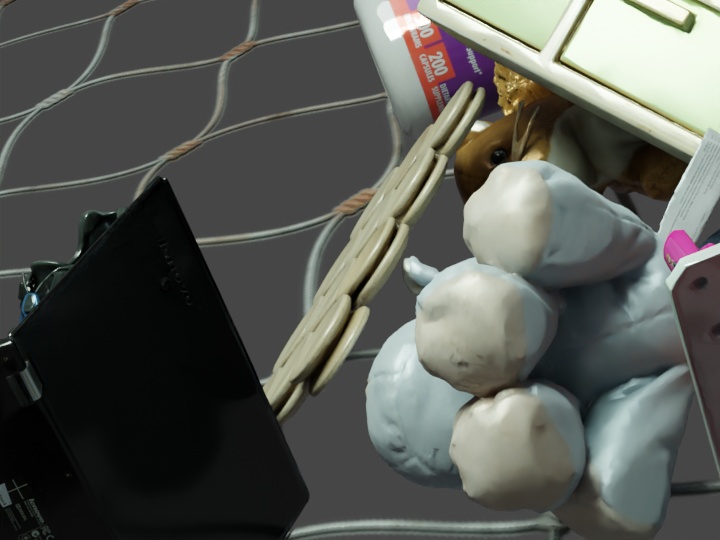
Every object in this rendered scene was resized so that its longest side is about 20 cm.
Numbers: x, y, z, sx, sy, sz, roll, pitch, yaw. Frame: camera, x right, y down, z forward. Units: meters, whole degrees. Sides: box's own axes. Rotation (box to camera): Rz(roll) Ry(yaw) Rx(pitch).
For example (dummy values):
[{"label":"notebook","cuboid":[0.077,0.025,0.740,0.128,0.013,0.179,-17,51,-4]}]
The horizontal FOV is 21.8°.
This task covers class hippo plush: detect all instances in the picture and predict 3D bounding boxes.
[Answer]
[{"label":"hippo plush","cuboid":[0.067,0.020,0.835,0.161,0.159,0.200,-3,48,54]}]

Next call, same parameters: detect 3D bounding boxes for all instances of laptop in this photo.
[{"label":"laptop","cuboid":[-0.139,0.094,0.825,0.200,0.187,0.116,-22,25,0]}]

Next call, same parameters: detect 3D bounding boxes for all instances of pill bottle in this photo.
[{"label":"pill bottle","cuboid":[0.104,-0.169,1.223,0.200,0.112,0.112,-22,26,2]}]

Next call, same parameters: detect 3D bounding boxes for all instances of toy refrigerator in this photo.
[{"label":"toy refrigerator","cuboid":[0.132,-0.110,0.908,0.200,0.070,0.076,32,96,27]}]

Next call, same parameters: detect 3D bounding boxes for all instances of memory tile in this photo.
[{"label":"memory tile","cuboid":[0.000,0.000,0.963,0.200,0.017,0.153,-60,5,-32]}]

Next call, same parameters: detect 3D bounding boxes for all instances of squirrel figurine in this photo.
[{"label":"squirrel figurine","cuboid":[0.137,-0.085,1.044,0.187,0.142,0.200,-33,18,4]}]

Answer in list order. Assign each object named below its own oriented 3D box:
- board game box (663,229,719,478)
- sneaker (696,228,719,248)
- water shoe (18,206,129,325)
[{"label":"board game box","cuboid":[0.215,0.030,0.649,0.200,0.200,0.026,-22,38,1]},{"label":"sneaker","cuboid":[0.237,-0.054,0.928,0.200,0.085,0.075,-28,26,-11]},{"label":"water shoe","cuboid":[-0.185,0.035,1.098,0.071,0.079,0.200,-7,30,29]}]
